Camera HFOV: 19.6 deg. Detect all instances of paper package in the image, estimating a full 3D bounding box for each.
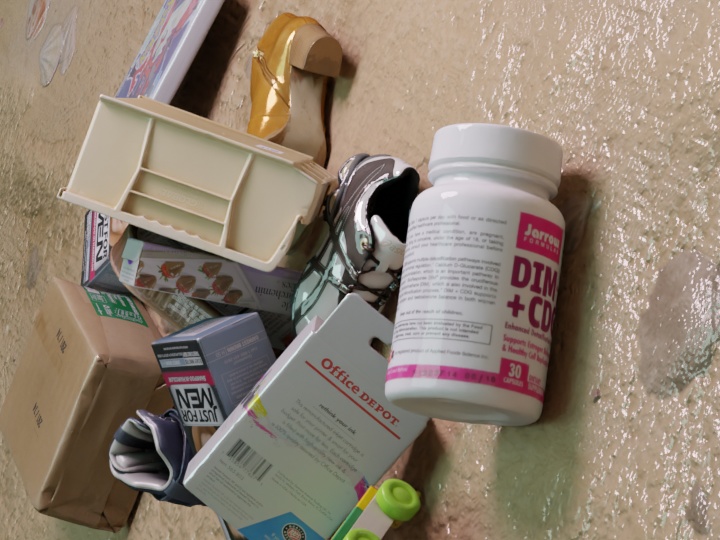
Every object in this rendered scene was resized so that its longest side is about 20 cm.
[{"bbox_3d":[-0.277,0.132,2.132,0.191,0.103,0.200,-66,28,14],"label":"paper package"}]

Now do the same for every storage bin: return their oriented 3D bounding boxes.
[{"bbox_3d":[-0.130,-0.075,1.771,0.200,0.198,0.094,-49,-21,-85],"label":"storage bin"}]

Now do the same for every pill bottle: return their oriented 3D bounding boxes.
[{"bbox_3d":[0.086,0.004,1.493,0.113,0.113,0.200,-13,66,60],"label":"pill bottle"}]

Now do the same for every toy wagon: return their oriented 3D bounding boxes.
[{"bbox_3d":[-0.012,0.216,1.536,0.155,0.040,0.200,-56,-3,34],"label":"toy wagon"}]

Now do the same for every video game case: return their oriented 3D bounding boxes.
[{"bbox_3d":[-0.206,-0.227,2.199,0.200,0.023,0.182,-61,19,5],"label":"video game case"}]

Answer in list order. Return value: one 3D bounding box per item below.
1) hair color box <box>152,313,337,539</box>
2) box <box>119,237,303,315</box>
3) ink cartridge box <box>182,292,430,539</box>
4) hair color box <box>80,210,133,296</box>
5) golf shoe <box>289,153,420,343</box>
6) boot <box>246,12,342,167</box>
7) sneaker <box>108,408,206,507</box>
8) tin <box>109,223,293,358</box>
[{"bbox_3d":[-0.093,0.139,1.708,0.099,0.061,0.200,-8,104,62],"label":"hair color box"},{"bbox_3d":[-0.103,0.010,1.752,0.041,0.200,0.039,18,96,64],"label":"box"},{"bbox_3d":[-0.029,0.118,1.606,0.200,0.115,0.068,-49,6,8],"label":"ink cartridge box"},{"bbox_3d":[-0.223,-0.055,2.168,0.200,0.061,0.099,-40,43,48],"label":"hair color box"},{"bbox_3d":[0.000,0.000,1.699,0.094,0.078,0.200,-1,77,62],"label":"golf shoe"},{"bbox_3d":[-0.077,-0.138,1.939,0.201,0.071,0.144,-69,21,5],"label":"boot"},{"bbox_3d":[-0.153,0.135,1.851,0.077,0.146,0.202,-63,28,27],"label":"sneaker"},{"bbox_3d":[-0.127,0.024,1.815,0.042,0.200,0.112,-57,-7,30],"label":"tin"}]
